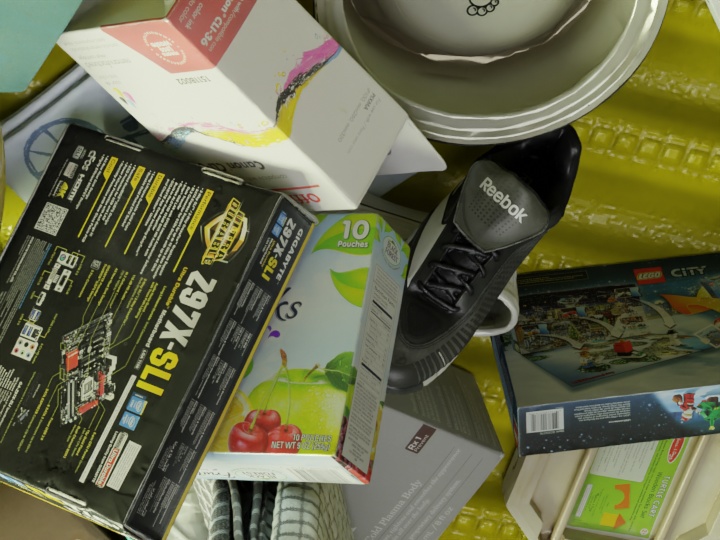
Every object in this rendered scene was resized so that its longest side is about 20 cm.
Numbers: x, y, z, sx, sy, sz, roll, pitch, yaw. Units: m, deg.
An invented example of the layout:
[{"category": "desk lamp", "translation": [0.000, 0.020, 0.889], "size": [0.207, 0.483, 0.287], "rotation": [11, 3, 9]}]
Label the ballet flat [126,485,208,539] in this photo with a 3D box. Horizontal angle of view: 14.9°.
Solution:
[{"category": "ballet flat", "translation": [-0.132, 0.128, 1.678], "size": [0.069, 0.069, 0.200], "rotation": [-39, 93, 19]}]

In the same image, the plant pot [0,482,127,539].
[{"category": "plant pot", "translation": [-0.227, 0.205, 1.696], "size": [0.175, 0.200, 0.200], "rotation": [-44, 120, -1]}]

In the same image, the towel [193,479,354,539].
[{"category": "towel", "translation": [-0.046, 0.201, 1.584], "size": [0.085, 0.166, 0.201], "rotation": [-9, 120, 5]}]

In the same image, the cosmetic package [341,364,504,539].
[{"category": "cosmetic package", "translation": [-0.026, 0.090, 1.673], "size": [0.199, 0.090, 0.107], "rotation": [20, 120, -31]}]

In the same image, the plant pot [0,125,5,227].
[{"category": "plant pot", "translation": [-0.284, -0.019, 1.534], "size": [0.198, 0.201, 0.142], "rotation": [-10, 148, 0]}]

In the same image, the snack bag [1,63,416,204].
[{"category": "snack bag", "translation": [-0.092, -0.068, 1.608], "size": [0.200, 0.021, 0.189], "rotation": [-36, 121, 15]}]

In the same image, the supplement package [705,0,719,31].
[{"category": "supplement package", "translation": [0.257, -0.214, 1.475], "size": [0.190, 0.147, 0.201], "rotation": [-25, 123, 9]}]

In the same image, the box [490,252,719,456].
[{"category": "box", "translation": [0.181, 0.046, 1.648], "size": [0.198, 0.137, 0.038], "rotation": [-6, 123, -3]}]

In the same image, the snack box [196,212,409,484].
[{"category": "snack box", "translation": [-0.079, 0.042, 1.537], "size": [0.199, 0.143, 0.053], "rotation": [-1, 156, 27]}]

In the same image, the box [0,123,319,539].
[{"category": "box", "translation": [-0.135, 0.032, 1.509], "size": [0.201, 0.159, 0.049], "rotation": [-65, 148, -10]}]

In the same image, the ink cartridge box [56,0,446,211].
[{"category": "ink cartridge box", "translation": [-0.058, -0.092, 1.509], "size": [0.200, 0.068, 0.116], "rotation": [43, 155, -30]}]

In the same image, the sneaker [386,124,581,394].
[{"category": "sneaker", "translation": [0.063, -0.017, 1.558], "size": [0.066, 0.200, 0.091], "rotation": [38, 150, 3]}]

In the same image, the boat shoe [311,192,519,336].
[{"category": "boat shoe", "translation": [0.000, 0.000, 1.617], "size": [0.199, 0.066, 0.072], "rotation": [15, 121, -19]}]

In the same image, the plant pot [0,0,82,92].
[{"category": "plant pot", "translation": [-0.244, -0.185, 1.443], "size": [0.199, 0.142, 0.142], "rotation": [22, 119, -27]}]

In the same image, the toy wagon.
[{"category": "toy wagon", "translation": [0.194, 0.140, 1.773], "size": [0.199, 0.040, 0.156], "rotation": [11, 122, -15]}]

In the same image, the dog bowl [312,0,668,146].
[{"category": "dog bowl", "translation": [0.068, -0.172, 1.526], "size": [0.199, 0.074, 0.201], "rotation": [-4, 125, -5]}]
